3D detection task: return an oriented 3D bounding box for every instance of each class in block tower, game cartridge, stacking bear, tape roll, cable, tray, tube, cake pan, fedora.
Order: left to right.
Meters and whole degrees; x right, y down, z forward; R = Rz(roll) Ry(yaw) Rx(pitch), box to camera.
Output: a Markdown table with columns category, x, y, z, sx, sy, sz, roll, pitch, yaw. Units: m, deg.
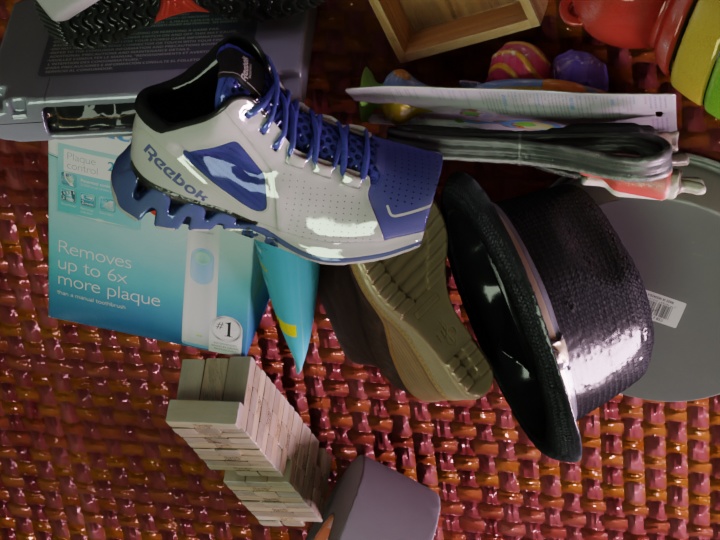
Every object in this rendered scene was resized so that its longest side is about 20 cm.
| category | x | y | z | sx | sy | sz | roll | pitch | yaw |
| --- | --- | --- | --- | --- | --- | --- | --- | --- | --- |
| game cartridge | -0.129 | -0.137 | 1.440 | 0.200 | 0.133 | 0.042 | -2 | 126 | 8 |
| block tower | -0.075 | 0.123 | 1.628 | 0.054 | 0.058 | 0.200 | -1 | 155 | 18 |
| tube | -0.047 | -0.008 | 1.510 | 0.050 | 0.077 | 0.200 | -2 | 152 | 0 |
| tape roll | -0.014 | 0.237 | 1.656 | 0.066 | 0.200 | 0.200 | 26 | 130 | -5 |
| tray | 0.031 | -0.228 | 1.388 | 0.099 | 0.037 | 0.200 | -13 | 123 | 25 |
| cable | 0.115 | -0.063 | 1.404 | 0.200 | 0.097 | 0.050 | -2 | 105 | -1 |
| fedora | 0.126 | 0.018 | 1.450 | 0.092 | 0.201 | 0.201 | -22 | 124 | -9 |
| cake pan | 0.201 | 0.011 | 1.520 | 0.200 | 0.037 | 0.200 | 8 | 129 | 11 |
| stacking bear | 0.220 | -0.145 | 1.351 | 0.200 | 0.121 | 0.114 | 25 | 172 | 12 |

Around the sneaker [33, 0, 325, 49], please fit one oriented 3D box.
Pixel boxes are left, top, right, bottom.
| category | x | y | z | sx | sy | sz | roll | pitch | yaw |
| --- | --- | --- | --- | --- | --- | --- | --- | --- | --- |
| sneaker | -0.103 | -0.199 | 1.420 | 0.200 | 0.093 | 0.070 | -10 | 127 | 10 |

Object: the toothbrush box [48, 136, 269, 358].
| category | x | y | z | sx | sy | sz | roll | pitch | yaw |
| --- | --- | --- | --- | --- | --- | --- | --- | --- | --- |
| toothbrush box | -0.131 | -0.053 | 1.542 | 0.146 | 0.085 | 0.200 | 12 | 128 | 6 |

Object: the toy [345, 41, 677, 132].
| category | x | y | z | sx | sy | sz | roll | pitch | yaw |
| --- | --- | --- | --- | --- | --- | --- | --- | --- | --- |
| toy | 0.097 | -0.116 | 1.427 | 0.200 | 0.115 | 0.047 | -1 | 82 | 8 |

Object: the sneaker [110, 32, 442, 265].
| category | x | y | z | sx | sy | sz | roll | pitch | yaw |
| --- | --- | --- | --- | --- | --- | --- | --- | --- | --- |
| sneaker | -0.050 | -0.074 | 1.346 | 0.199 | 0.081 | 0.115 | 7 | 138 | -1 |

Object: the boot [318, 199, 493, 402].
| category | x | y | z | sx | sy | sz | roll | pitch | yaw |
| --- | --- | --- | --- | --- | --- | --- | --- | --- | --- |
| boot | 0.000 | 0.000 | 1.514 | 0.166 | 0.072 | 0.200 | 17 | 138 | 57 |

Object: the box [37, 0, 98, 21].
| category | x | y | z | sx | sy | sz | roll | pitch | yaw |
| --- | --- | --- | --- | --- | --- | --- | --- | --- | --- |
| box | -0.131 | -0.286 | 1.268 | 0.199 | 0.171 | 0.200 | -24 | 110 | 46 |
